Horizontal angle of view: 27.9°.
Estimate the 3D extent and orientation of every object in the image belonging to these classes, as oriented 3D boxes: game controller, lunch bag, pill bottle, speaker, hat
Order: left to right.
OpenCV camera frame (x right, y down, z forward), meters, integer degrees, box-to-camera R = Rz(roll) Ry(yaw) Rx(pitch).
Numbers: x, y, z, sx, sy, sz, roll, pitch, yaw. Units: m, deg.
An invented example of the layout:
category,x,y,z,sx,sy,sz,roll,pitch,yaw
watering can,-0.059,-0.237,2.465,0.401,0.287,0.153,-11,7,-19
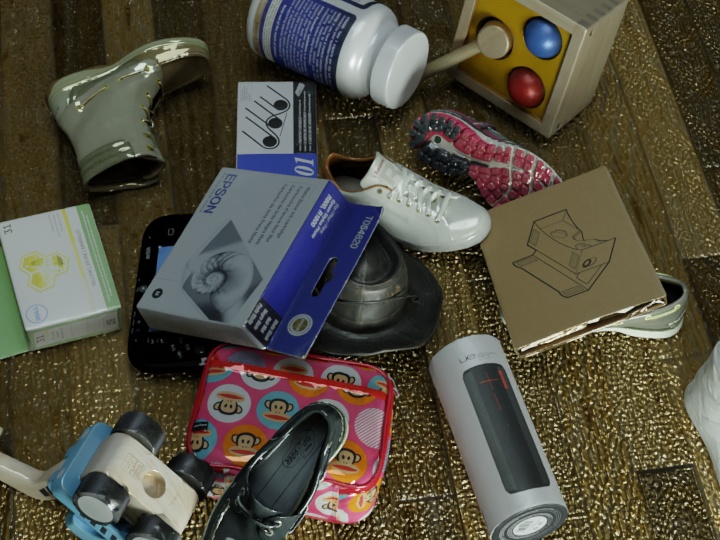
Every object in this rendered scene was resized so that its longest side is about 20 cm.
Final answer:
category,x,y,z,sx,sy,sz,roll,pitch,yaw
game controller,-0.188,0.023,1.537,0.103,0.042,0.202,3,54,-2
lunch bag,-0.066,0.148,1.437,0.198,0.082,0.177,9,50,2
pill bottle,-0.026,-0.271,1.702,0.199,0.116,0.116,28,57,23
hat,0.000,0.000,1.515,0.198,0.082,0.201,3,36,-2
speaker,0.133,0.165,1.433,0.080,0.082,0.201,-11,55,-11

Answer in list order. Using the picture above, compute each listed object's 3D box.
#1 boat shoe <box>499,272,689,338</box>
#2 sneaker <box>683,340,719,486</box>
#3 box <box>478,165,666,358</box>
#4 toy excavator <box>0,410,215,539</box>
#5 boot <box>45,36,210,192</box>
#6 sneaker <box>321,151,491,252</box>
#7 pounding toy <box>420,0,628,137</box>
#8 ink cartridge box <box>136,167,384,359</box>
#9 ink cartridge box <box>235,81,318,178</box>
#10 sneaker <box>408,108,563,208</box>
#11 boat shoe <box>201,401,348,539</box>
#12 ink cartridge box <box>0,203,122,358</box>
category,x,y,z,sx,sy,sz,roll,pitch,yaw
boat shoe,0.249,0.032,1.546,0.199,0.061,0.073,1,56,-1
sneaker,0.392,0.164,1.429,0.073,0.116,0.201,-18,59,-18
box,0.216,-0.013,1.534,0.162,0.021,0.201,-21,45,7
toy excavator,-0.267,0.204,1.370,0.194,0.199,0.100,43,47,-18
boot,-0.245,-0.177,1.659,0.198,0.072,0.155,-21,58,-12
sneaker,0.045,-0.079,1.583,0.198,0.085,0.073,14,58,17
pounding toy,0.172,-0.265,1.697,0.199,0.185,0.142,34,47,19
ink cartridge box,-0.102,-0.014,1.479,0.198,0.041,0.201,9,55,31
ink cartridge box,-0.094,-0.127,1.649,0.093,0.044,0.202,0,55,-2
sneaker,0.154,-0.127,1.649,0.199,0.081,0.075,35,29,11
boat shoe,-0.082,0.203,1.319,0.074,0.066,0.200,41,84,7
ink cartridge box,-0.364,0.018,1.527,0.198,0.048,0.146,-13,57,-16
